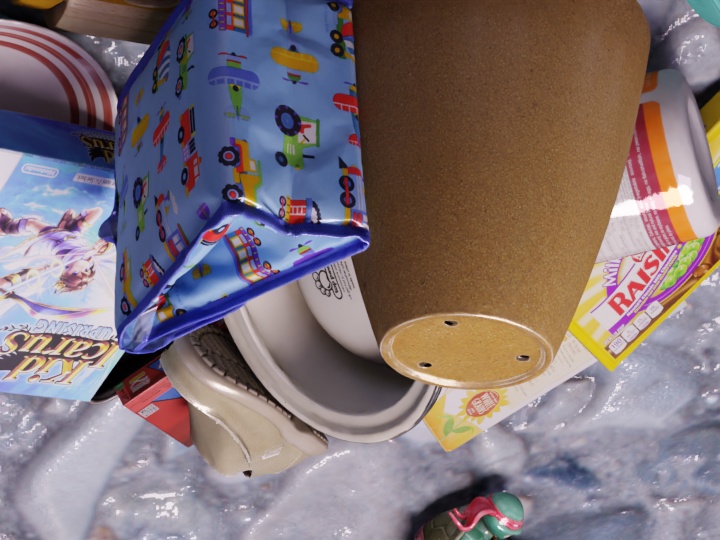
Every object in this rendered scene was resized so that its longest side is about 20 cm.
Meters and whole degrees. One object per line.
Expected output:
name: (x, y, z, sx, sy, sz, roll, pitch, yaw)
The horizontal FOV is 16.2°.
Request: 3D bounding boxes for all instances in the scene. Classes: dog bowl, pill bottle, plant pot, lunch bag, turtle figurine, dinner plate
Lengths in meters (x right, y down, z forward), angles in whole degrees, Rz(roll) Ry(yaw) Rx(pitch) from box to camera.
dog bowl: (0.000, 0.000, 1.546, 0.074, 0.200, 0.200, -27, 148, -41)
pill bottle: (0.119, -0.053, 1.601, 0.200, 0.110, 0.110, -14, 137, 15)
plant pot: (0.063, -0.043, 1.372, 0.186, 0.200, 0.186, 3, 153, 2)
lunch bag: (-0.090, -0.053, 1.373, 0.094, 0.151, 0.200, 12, 152, -33)
turtle figurine: (0.079, 0.228, 1.893, 0.200, 0.101, 0.150, -44, 170, 28)
dinner plate: (-0.239, -0.077, 1.476, 0.200, 0.024, 0.200, -13, 140, -11)

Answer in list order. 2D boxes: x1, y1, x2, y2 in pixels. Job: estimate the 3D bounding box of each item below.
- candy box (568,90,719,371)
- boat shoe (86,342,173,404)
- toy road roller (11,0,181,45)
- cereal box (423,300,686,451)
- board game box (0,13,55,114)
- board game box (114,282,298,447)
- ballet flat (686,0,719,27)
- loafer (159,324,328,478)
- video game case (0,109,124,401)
candy box: (0.208, -0.030, 1.679, 0.200, 0.026, 0.102, -46, 131, 4)
boat shoe: (-0.114, 0.018, 1.655, 0.200, 0.057, 0.067, -37, 132, 21)
toy road roller: (-0.109, -0.215, 1.404, 0.123, 0.146, 0.200, 8, 168, -23)
cereal box: (0.111, 0.025, 1.719, 0.200, 0.040, 0.144, -32, 135, 2)
board game box: (-0.304, -0.109, 1.482, 0.200, 0.047, 0.151, 22, 124, -32)
board game box: (-0.059, 0.044, 1.684, 0.200, 0.019, 0.103, -35, 152, 7)
ballet flat: (0.188, -0.222, 1.512, 0.064, 0.067, 0.200, -51, 132, -4)
loafer: (-0.082, 0.096, 1.646, 0.068, 0.076, 0.200, -39, 151, 4)
video game case: (-0.199, -0.005, 1.507, 0.200, 0.045, 0.181, 9, 127, -46)
